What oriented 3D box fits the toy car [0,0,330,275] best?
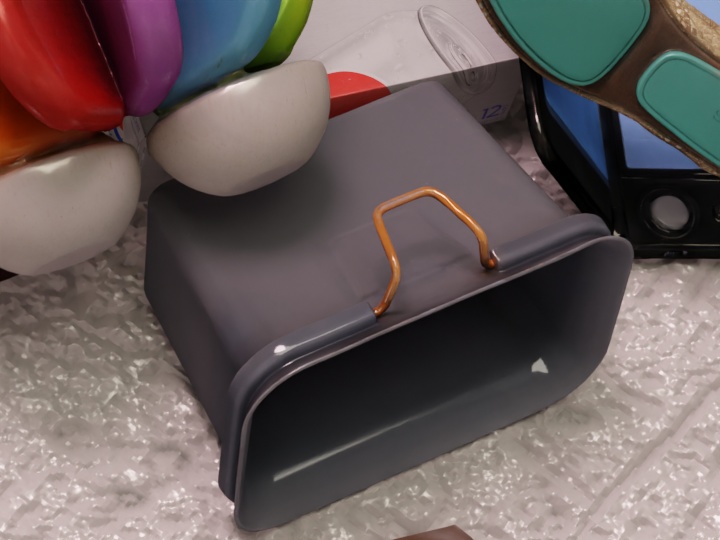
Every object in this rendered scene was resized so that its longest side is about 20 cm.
[{"bbox_3d":[-0.112,-0.107,1.048,0.200,0.150,0.175,-22,83,-7],"label":"toy car"}]

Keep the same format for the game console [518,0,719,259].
[{"bbox_3d":[0.144,-0.117,1.235,0.176,0.116,0.200,0,64,-11],"label":"game console"}]

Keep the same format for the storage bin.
[{"bbox_3d":[0.000,0.000,1.140,0.200,0.146,0.134,-23,58,-22],"label":"storage bin"}]

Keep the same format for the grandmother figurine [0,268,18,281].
[{"bbox_3d":[-0.182,-0.038,1.134,0.121,0.061,0.200,25,75,29],"label":"grandmother figurine"}]

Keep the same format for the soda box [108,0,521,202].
[{"bbox_3d":[-0.023,-0.095,1.221,0.200,0.063,0.068,-13,65,-18],"label":"soda box"}]

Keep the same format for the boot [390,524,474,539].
[{"bbox_3d":[0.048,0.215,1.064,0.200,0.064,0.186,41,48,8],"label":"boot"}]

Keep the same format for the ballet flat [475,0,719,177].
[{"bbox_3d":[0.120,-0.108,1.159,0.200,0.071,0.065,37,19,-27],"label":"ballet flat"}]
